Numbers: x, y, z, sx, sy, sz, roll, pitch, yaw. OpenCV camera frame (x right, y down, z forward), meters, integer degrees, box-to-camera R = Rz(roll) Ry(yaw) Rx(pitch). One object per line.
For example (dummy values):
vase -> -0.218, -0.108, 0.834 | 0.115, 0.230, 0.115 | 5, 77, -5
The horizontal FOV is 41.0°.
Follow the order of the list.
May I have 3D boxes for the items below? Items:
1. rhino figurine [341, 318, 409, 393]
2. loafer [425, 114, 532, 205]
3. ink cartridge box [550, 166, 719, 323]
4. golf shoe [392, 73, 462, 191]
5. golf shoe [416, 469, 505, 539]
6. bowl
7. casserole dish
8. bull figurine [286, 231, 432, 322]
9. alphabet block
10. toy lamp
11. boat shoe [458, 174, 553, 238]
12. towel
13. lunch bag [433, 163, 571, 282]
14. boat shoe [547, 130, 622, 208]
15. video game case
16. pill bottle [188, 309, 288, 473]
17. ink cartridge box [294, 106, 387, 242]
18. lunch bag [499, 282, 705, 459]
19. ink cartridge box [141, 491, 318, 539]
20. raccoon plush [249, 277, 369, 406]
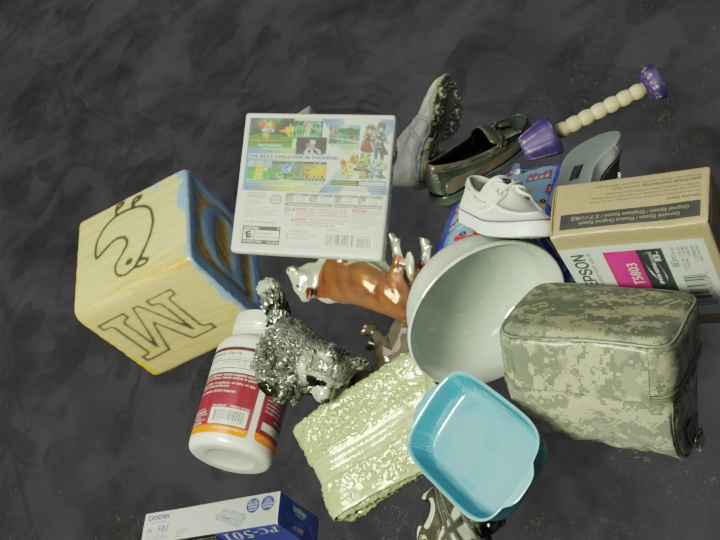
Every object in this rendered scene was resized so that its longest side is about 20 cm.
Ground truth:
rhino figurine -> 0.040, 0.104, 1.238 | 0.087, 0.060, 0.200 | 35, 84, 34
loafer -> 0.165, -0.165, 1.318 | 0.200, 0.063, 0.072 | -41, 36, -26
ink cartridge box -> 0.317, -0.017, 1.048 | 0.165, 0.200, 0.075 | -7, 54, 30
golf shoe -> 0.089, -0.207, 1.431 | 0.097, 0.078, 0.200 | -5, 54, 38
golf shoe -> 0.109, 0.311, 1.036 | 0.094, 0.078, 0.200 | -23, 38, 22
bowl -> 0.134, 0.032, 1.141 | 0.201, 0.201, 0.090 | -37, 37, 4
casserole dish -> 0.127, 0.189, 1.034 | 0.121, 0.039, 0.200 | -58, 34, 3
bull figurine -> 0.000, 0.000, 1.234 | 0.200, 0.065, 0.121 | 16, 99, 28
alphabet block -> -0.280, 0.006, 1.428 | 0.200, 0.196, 0.195 | -26, 46, 15
toy lamp -> 0.307, -0.208, 1.290 | 0.200, 0.058, 0.058 | -29, 47, 9
boat shoe -> 0.161, -0.077, 1.108 | 0.074, 0.065, 0.200 | -3, 11, -19
towel -> 0.021, 0.198, 1.163 | 0.200, 0.036, 0.148 | -34, 66, 14
lunch bag -> 0.193, -0.070, 1.259 | 0.150, 0.094, 0.200 | -13, 43, 29
boat shoe -> 0.296, -0.108, 1.222 | 0.074, 0.068, 0.199 | -15, 26, 32
video game case -> -0.058, -0.106, 1.206 | 0.200, 0.022, 0.182 | 4, 83, 17
pill bottle -> -0.149, 0.159, 1.285 | 0.113, 0.113, 0.200 | -6, 54, 30
ink cartridge box -> -0.051, -0.114, 1.333 | 0.084, 0.200, 0.145 | -31, 17, 10
lunch bag -> 0.256, 0.113, 1.021 | 0.200, 0.168, 0.139 | 3, 25, 32
ink cartridge box -> -0.161, 0.321, 1.185 | 0.200, 0.094, 0.044 | -15, 51, 23
raccoon plush -> -0.075, 0.077, 1.211 | 0.134, 0.097, 0.200 | -35, 70, 39
